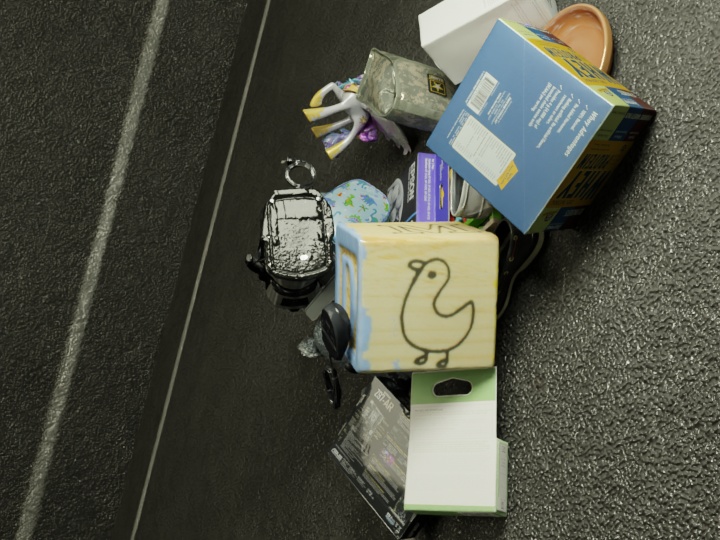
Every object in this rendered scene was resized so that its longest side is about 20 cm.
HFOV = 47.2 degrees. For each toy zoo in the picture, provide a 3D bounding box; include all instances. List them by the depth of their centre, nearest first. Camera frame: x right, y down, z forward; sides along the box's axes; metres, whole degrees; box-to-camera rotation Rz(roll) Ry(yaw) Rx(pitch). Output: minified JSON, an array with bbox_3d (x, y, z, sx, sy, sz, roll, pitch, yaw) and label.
[{"bbox_3d":[0.182,-0.125,1.391,0.131,0.020,0.201,-46,37,46],"label":"toy zoo"}]

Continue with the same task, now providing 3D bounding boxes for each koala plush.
[{"bbox_3d":[0.004,0.121,1.411,0.178,0.199,0.185,-49,35,43],"label":"koala plush"}]

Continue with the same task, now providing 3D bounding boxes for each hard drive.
[{"bbox_3d":[0.000,0.000,1.403,0.200,0.026,0.132,-37,-9,-45],"label":"hard drive"}]

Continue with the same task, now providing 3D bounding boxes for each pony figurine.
[{"bbox_3d":[0.001,-0.311,1.641,0.199,0.194,0.167,-33,39,-2],"label":"pony figurine"}]

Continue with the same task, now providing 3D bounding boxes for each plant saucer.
[{"bbox_3d":[0.302,-0.289,1.216,0.200,0.037,0.202,-43,39,49],"label":"plant saucer"}]

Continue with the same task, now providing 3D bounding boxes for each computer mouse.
[{"bbox_3d":[-0.031,0.124,1.182,0.059,0.034,0.201,54,153,41],"label":"computer mouse"}]

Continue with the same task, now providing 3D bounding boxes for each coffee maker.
[{"bbox_3d":[-0.102,-0.049,1.348,0.200,0.134,0.193,120,170,-73],"label":"coffee maker"}]

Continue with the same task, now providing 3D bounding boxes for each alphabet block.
[{"bbox_3d":[0.075,0.032,1.202,0.196,0.198,0.197,-135,45,-74],"label":"alphabet block"}]

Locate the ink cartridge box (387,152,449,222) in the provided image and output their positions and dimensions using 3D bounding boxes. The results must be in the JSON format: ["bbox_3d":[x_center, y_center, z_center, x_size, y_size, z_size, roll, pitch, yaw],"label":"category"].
[{"bbox_3d":[0.101,-0.105,1.493,0.200,0.043,0.200,134,143,-57],"label":"ink cartridge box"}]

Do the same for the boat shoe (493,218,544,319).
[{"bbox_3d":[0.199,0.006,1.232,0.074,0.063,0.202,-111,37,-47],"label":"boat shoe"}]

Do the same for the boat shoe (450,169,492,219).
[{"bbox_3d":[0.166,-0.181,1.290,0.072,0.068,0.202,-150,58,-65],"label":"boat shoe"}]

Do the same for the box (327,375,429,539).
[{"bbox_3d":[0.053,0.290,1.295,0.200,0.043,0.161,42,108,38],"label":"box"}]

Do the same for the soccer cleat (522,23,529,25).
[{"bbox_3d":[0.240,-0.267,1.227,0.076,0.066,0.202,14,90,50],"label":"soccer cleat"}]

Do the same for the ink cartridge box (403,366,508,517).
[{"bbox_3d":[0.138,0.245,1.180,0.145,0.048,0.202,-9,64,32],"label":"ink cartridge box"}]

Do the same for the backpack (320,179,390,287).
[{"bbox_3d":[-0.030,-0.077,1.537,0.163,0.200,0.155,37,128,20],"label":"backpack"}]

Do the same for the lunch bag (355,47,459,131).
[{"bbox_3d":[0.103,-0.314,1.490,0.118,0.163,0.200,-69,26,19],"label":"lunch bag"}]

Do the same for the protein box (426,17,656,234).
[{"bbox_3d":[0.234,-0.188,1.094,0.200,0.134,0.199,46,122,27],"label":"protein box"}]

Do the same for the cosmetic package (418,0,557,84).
[{"bbox_3d":[0.203,-0.394,1.312,0.199,0.113,0.082,-20,54,29],"label":"cosmetic package"}]
